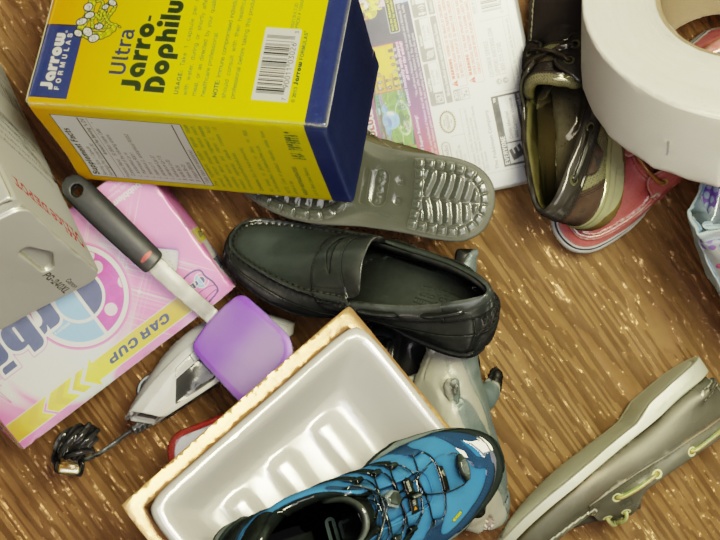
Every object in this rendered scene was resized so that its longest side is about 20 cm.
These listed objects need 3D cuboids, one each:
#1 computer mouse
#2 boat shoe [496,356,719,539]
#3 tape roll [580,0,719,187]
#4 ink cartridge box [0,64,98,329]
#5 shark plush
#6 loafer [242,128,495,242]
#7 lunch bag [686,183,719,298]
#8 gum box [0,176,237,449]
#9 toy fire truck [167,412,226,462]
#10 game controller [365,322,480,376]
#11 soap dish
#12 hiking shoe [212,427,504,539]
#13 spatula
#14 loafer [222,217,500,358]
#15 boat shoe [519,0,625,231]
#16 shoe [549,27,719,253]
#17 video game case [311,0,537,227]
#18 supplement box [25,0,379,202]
[{"bbox_3d":[-0.138,0.080,1.116,0.199,0.110,0.044,-33,87,-10],"label":"computer mouse"},{"bbox_3d":[0.187,0.149,1.141,0.201,0.072,0.060,-41,91,-2],"label":"boat shoe"},{"bbox_3d":[0.242,-0.154,1.017,0.200,0.071,0.204,-3,55,5],"label":"tape roll"},{"bbox_3d":[-0.266,-0.078,1.025,0.083,0.145,0.201,-30,68,2],"label":"ink cartridge box"},{"bbox_3d":[0.069,0.089,1.124,0.083,0.090,0.202,-5,84,-41],"label":"shark plush"},{"bbox_3d":[0.000,-0.061,1.095,0.198,0.070,0.076,18,93,12],"label":"loafer"},{"bbox_3d":[0.331,-0.034,1.075,0.199,0.128,0.170,-32,133,2],"label":"lunch bag"},{"bbox_3d":[-0.200,0.024,1.114,0.199,0.066,0.114,-37,95,1],"label":"gum box"},{"bbox_3d":[-0.047,0.190,1.102,0.166,0.112,0.202,-20,86,1],"label":"toy fire truck"},{"bbox_3d":[0.027,0.140,1.155,0.103,0.042,0.202,8,96,-18],"label":"game controller"},{"bbox_3d":[-0.033,0.149,1.023,0.200,0.081,0.158,-40,91,-17],"label":"soap dish"},{"bbox_3d":[0.008,0.152,0.945,0.198,0.087,0.075,-24,86,-18],"label":"hiking shoe"},{"bbox_3d":[-0.128,0.006,1.069,0.200,0.021,0.057,44,89,-5],"label":"spatula"},{"bbox_3d":[0.000,0.000,1.063,0.199,0.071,0.069,17,58,13],"label":"loafer"},{"bbox_3d":[0.145,-0.130,1.093,0.073,0.064,0.202,-13,78,40],"label":"boat shoe"},{"bbox_3d":[0.212,-0.093,1.109,0.071,0.091,0.200,42,92,-5],"label":"shoe"},{"bbox_3d":[0.031,-0.146,1.132,0.180,0.023,0.202,-12,97,-1],"label":"video game case"},{"bbox_3d":[-0.099,-0.124,1.026,0.198,0.109,0.111,6,68,11],"label":"supplement box"}]
